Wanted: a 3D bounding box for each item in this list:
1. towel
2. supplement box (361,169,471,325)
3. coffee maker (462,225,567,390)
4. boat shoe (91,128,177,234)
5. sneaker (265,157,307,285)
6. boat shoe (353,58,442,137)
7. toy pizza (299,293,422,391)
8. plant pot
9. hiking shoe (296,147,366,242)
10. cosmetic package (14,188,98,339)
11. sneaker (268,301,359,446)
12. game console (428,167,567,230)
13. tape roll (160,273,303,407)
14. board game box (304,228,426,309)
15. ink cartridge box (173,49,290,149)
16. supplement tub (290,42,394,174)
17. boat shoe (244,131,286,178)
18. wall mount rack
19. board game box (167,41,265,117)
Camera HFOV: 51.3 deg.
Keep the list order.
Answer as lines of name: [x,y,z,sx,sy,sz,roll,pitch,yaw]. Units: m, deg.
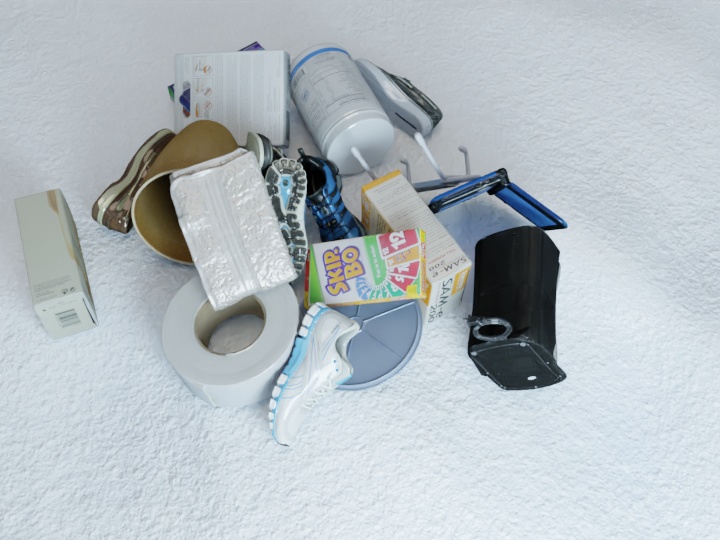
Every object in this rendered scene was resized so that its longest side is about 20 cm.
towel: [-0.178,-0.059,1.045,0.131,0.034,0.202,-21,95,-6]
supplement box: [0.078,-0.035,1.142,0.073,0.127,0.201,-26,61,-17]
coffee maker: [0.222,0.039,1.061,0.133,0.193,0.202,-1,55,14]
boat shoe: [-0.350,-0.142,1.235,0.074,0.075,0.203,30,69,5]
sneaker: [-0.114,-0.070,1.158,0.077,0.090,0.202,9,97,-3]
boat shoe: [0.065,-0.318,1.364,0.200,0.072,0.071,45,57,12]
toy pizza: [-0.005,0.087,1.104,0.198,0.032,0.202,-6,57,9]
plant pot: [-0.252,-0.144,1.184,0.184,0.188,0.201,-2,45,-3]
hiking shoe: [-0.055,-0.091,1.178,0.074,0.086,0.201,-32,67,20]
cosmetic package: [-0.455,-0.011,1.123,0.070,0.106,0.201,-16,61,-14]
sneaker: [-0.059,0.147,1.020,0.086,0.075,0.202,17,81,20]
game console: [0.203,-0.084,1.155,0.169,0.200,0.119,-23,89,4]
tape roll: [-0.180,0.090,1.072,0.200,0.071,0.204,-3,57,5]
board game box: [0.000,0.000,1.081,0.198,0.030,0.097,-8,72,29]
ink cartridge box: [-0.219,-0.290,1.289,0.198,0.050,0.164,1,92,12]
supplement tub: [-0.038,-0.281,1.292,0.131,0.132,0.201,-20,61,-14]
boat shoe: [-0.150,-0.182,1.196,0.067,0.200,0.073,-6,91,-10]
wall mount rack: [0.083,-0.164,1.182,0.198,0.173,0.075,-6,90,33]
board game box: [-0.232,-0.333,1.373,0.199,0.035,0.135,-34,64,-21]
